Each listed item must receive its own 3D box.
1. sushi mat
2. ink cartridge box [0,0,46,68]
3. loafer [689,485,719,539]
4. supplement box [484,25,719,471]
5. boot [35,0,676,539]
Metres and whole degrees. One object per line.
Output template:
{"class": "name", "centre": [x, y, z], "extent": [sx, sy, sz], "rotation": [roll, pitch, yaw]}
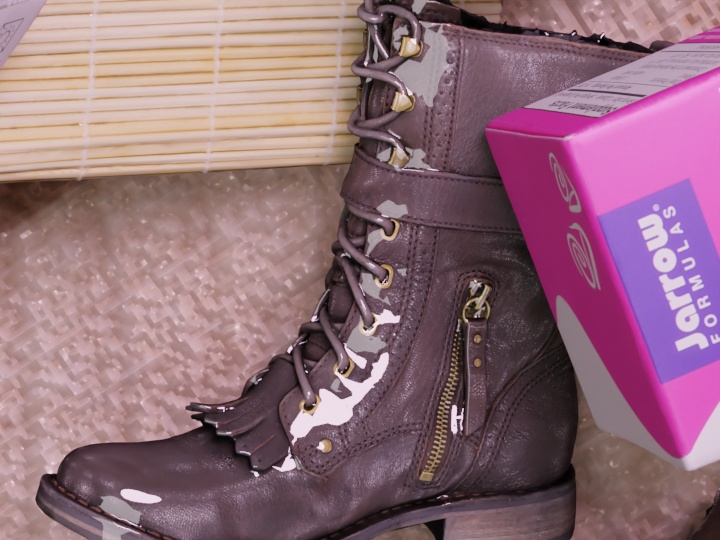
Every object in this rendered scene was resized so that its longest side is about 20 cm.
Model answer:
{"class": "sushi mat", "centre": [-0.040, -0.074, 0.843], "extent": [0.200, 0.012, 0.096], "rotation": [-5, 108, -28]}
{"class": "ink cartridge box", "centre": [-0.186, -0.036, 0.796], "extent": [0.109, 0.050, 0.200], "rotation": [41, 114, 7]}
{"class": "loafer", "centre": [0.073, 0.126, 0.854], "extent": [0.071, 0.200, 0.073], "rotation": [43, 131, 22]}
{"class": "supplement box", "centre": [0.151, -0.031, 0.808], "extent": [0.200, 0.103, 0.101], "rotation": [-23, 98, -6]}
{"class": "boot", "centre": [0.000, 0.000, 0.859], "extent": [0.200, 0.069, 0.174], "rotation": [-2, 107, -30]}
